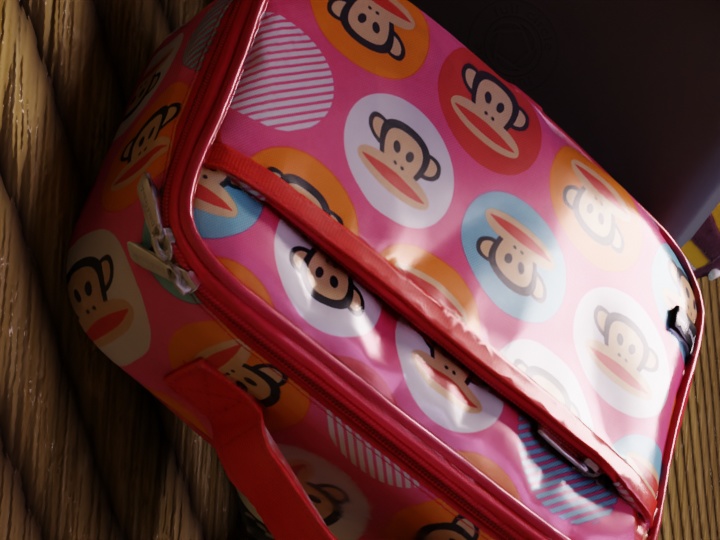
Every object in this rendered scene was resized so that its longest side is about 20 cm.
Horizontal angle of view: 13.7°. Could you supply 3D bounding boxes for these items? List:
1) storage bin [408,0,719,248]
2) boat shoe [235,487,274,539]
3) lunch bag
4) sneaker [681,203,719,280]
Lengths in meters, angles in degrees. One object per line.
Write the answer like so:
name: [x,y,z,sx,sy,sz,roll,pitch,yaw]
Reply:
storage bin: [0.074,-0.098,1.025,0.134,0.200,0.146,-58,171,23]
boat shoe: [-0.015,0.016,1.008,0.062,0.075,0.200,87,-4,-52]
lunch bag: [0.007,0.016,0.909,0.200,0.082,0.176,38,45,-20]
sneaker: [0.108,-0.008,1.148,0.075,0.090,0.200,-83,-171,-50]
